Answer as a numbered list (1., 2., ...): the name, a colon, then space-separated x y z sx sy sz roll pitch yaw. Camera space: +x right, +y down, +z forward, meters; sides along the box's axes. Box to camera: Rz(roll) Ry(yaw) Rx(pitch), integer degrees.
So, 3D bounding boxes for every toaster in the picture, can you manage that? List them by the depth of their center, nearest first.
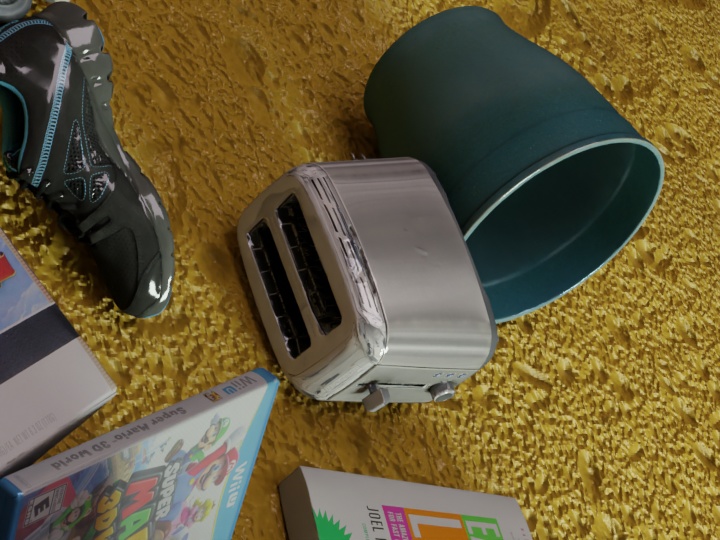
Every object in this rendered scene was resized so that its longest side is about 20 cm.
1. toaster: 0.000 0.000 1.114 0.128 0.113 0.202 -2 66 -45

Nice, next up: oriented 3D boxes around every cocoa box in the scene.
1. cocoa box: -0.245 0.073 0.774 0.132 0.133 0.200 53 37 1

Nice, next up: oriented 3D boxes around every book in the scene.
1. book: 0.042 0.205 1.063 0.199 0.048 0.135 13 49 -39

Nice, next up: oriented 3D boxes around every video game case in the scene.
1. video game case: -0.127 0.140 0.854 0.018 0.144 0.199 31 29 25

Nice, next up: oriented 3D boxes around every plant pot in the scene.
1. plant pot: 0.100 -0.095 1.242 0.199 0.200 0.189 1 47 -46

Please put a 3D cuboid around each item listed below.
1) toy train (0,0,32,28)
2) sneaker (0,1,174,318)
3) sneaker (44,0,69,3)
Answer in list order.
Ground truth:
1. toy train: -0.279 -0.205 1.002 0.113 0.085 0.202 -5 68 -34
2. sneaker: -0.179 -0.058 0.987 0.082 0.073 0.202 -28 104 -33
3. sneaker: -0.240 -0.262 1.094 0.077 0.078 0.201 -4 58 -40
